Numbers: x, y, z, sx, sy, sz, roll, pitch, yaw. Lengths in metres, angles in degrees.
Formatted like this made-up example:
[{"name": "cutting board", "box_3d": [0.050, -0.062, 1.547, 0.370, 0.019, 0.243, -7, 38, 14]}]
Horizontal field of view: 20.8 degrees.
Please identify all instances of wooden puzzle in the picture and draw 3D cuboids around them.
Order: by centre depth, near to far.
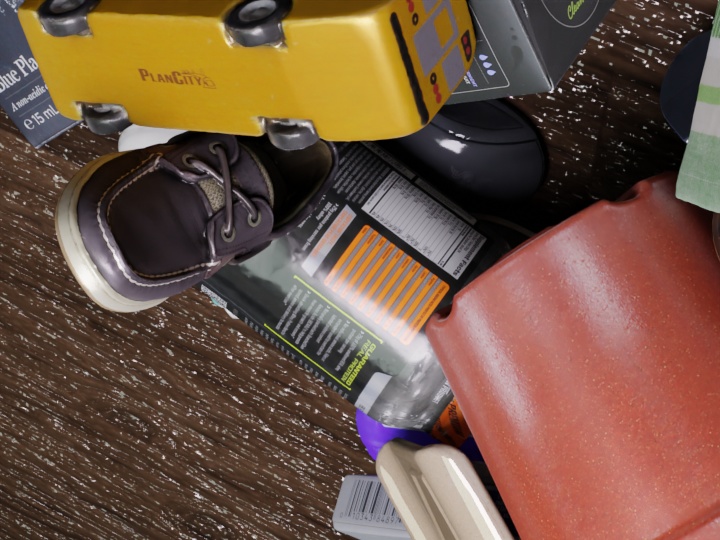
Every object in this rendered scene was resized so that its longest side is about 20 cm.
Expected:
[{"name": "wooden puzzle", "box_3d": [0.075, 0.171, 1.061, 0.186, 0.037, 0.200, 60, 171, 1]}]

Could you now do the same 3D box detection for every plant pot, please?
[{"name": "plant pot", "box_3d": [0.140, 0.072, 0.928, 0.196, 0.200, 0.201, 60, 141, 9]}]

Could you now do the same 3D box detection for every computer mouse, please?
[{"name": "computer mouse", "box_3d": [0.003, -0.066, 1.126, 0.199, 0.046, 0.141, 29, 138, 13]}]

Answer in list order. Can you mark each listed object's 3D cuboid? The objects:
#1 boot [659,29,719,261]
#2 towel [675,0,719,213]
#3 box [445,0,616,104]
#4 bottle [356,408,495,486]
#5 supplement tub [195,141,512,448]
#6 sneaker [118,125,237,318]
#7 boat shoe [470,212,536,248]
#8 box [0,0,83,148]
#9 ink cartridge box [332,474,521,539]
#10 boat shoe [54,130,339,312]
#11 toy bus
[{"name": "boot", "box_3d": [0.209, -0.029, 0.896, 0.097, 0.201, 0.075, 30, 120, -31]}, {"name": "towel", "box_3d": [0.180, -0.119, 0.807, 0.023, 0.153, 0.202, 11, 97, -9]}, {"name": "box", "box_3d": [0.019, -0.165, 0.941, 0.199, 0.149, 0.125, -4, 127, 39]}, {"name": "bottle", "box_3d": [0.096, 0.089, 1.167, 0.199, 0.084, 0.066, 4, 138, 35]}, {"name": "supplement tub", "box_3d": [0.000, 0.000, 1.062, 0.199, 0.123, 0.123, 37, 140, 3]}, {"name": "sneaker", "box_3d": [-0.078, -0.018, 1.202, 0.199, 0.089, 0.075, 37, 142, 5]}, {"name": "boat shoe", "box_3d": [0.094, 0.015, 1.117, 0.198, 0.057, 0.067, 13, 143, 29]}, {"name": "box", "box_3d": [-0.159, -0.202, 1.076, 0.196, 0.118, 0.201, -23, 109, 47]}, {"name": "ink cartridge box", "box_3d": [0.117, 0.179, 1.222, 0.199, 0.041, 0.199, -2, 155, 46]}, {"name": "boat shoe", "box_3d": [-0.070, -0.035, 0.905, 0.064, 0.200, 0.072, -24, 91, 26]}, {"name": "toy bus", "box_3d": [-0.055, -0.105, 0.874, 0.198, 0.078, 0.065, 7, 134, 33]}]
